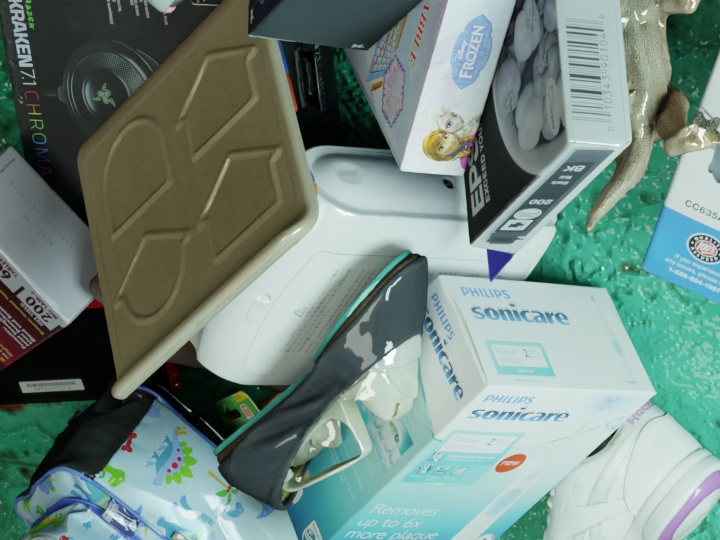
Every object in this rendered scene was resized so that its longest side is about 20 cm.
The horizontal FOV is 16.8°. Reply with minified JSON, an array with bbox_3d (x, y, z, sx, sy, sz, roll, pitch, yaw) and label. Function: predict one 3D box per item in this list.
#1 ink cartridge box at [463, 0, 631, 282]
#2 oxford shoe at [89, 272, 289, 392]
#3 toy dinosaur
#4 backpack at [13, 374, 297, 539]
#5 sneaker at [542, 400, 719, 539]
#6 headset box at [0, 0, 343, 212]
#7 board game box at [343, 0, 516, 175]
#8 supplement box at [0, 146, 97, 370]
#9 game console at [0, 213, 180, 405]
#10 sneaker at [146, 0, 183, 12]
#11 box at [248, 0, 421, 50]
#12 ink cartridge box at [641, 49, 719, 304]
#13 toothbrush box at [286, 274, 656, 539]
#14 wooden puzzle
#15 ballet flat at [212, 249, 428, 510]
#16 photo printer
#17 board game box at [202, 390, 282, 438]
[{"bbox_3d":[0.085,-0.119,1.348,0.043,0.199,0.200,4,157,-18],"label":"ink cartridge box"},{"bbox_3d":[-0.096,0.032,1.568,0.072,0.071,0.200,-28,139,19],"label":"oxford shoe"},{"bbox_3d":[0.147,-0.116,1.375,0.085,0.136,0.201,3,84,-15],"label":"toy dinosaur"},{"bbox_3d":[-0.134,0.191,1.652,0.200,0.147,0.183,37,155,-7],"label":"backpack"},{"bbox_3d":[0.153,0.159,1.573,0.100,0.075,0.200,49,126,17],"label":"sneaker"},{"bbox_3d":[-0.111,-0.126,1.527,0.199,0.093,0.175,5,118,23],"label":"headset box"},{"bbox_3d":[0.039,-0.189,1.366,0.041,0.200,0.201,4,123,-19],"label":"board game box"},{"bbox_3d":[-0.244,0.003,1.599,0.109,0.061,0.200,47,150,-7],"label":"supplement box"},{"bbox_3d":[-0.232,0.012,1.699,0.199,0.031,0.177,-4,118,28],"label":"game console"},{"bbox_3d":[-0.110,-0.240,1.426,0.095,0.201,0.079,-24,141,19],"label":"sneaker"},{"bbox_3d":[0.004,-0.216,1.297,0.200,0.079,0.142,145,125,-65],"label":"box"},{"bbox_3d":[0.262,-0.070,1.383,0.146,0.086,0.201,24,124,13],"label":"ink cartridge box"},{"bbox_3d":[0.060,0.095,1.514,0.200,0.146,0.086,-48,53,35],"label":"toothbrush box"},{"bbox_3d":[-0.089,-0.047,1.409,0.046,0.201,0.185,20,134,-35],"label":"wooden puzzle"},{"bbox_3d":[-0.008,0.073,1.441,0.073,0.073,0.200,43,119,0],"label":"ballet flat"},{"bbox_3d":[0.000,0.000,1.479,0.167,0.199,0.070,-56,48,35],"label":"photo printer"},{"bbox_3d":[-0.024,0.158,1.646,0.200,0.030,0.095,48,156,-7],"label":"board game box"}]
